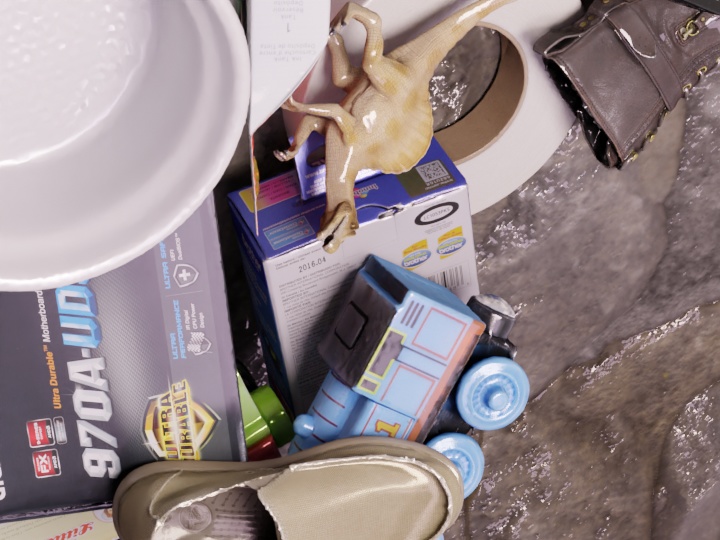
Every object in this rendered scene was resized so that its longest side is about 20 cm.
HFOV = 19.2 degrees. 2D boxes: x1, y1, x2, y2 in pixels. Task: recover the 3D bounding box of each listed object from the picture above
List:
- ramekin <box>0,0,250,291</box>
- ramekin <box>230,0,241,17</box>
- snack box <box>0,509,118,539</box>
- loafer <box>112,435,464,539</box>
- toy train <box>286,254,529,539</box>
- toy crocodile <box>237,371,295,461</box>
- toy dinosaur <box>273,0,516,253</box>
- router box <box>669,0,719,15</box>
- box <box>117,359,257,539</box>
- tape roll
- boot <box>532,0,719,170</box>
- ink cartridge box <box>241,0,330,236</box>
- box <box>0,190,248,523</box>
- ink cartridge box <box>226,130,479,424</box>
[{"bbox_3d":[-0.162,-0.099,1.038,0.199,0.098,0.201,-15,131,-17],"label":"ramekin"},{"bbox_3d":[-0.159,-0.155,1.130,0.199,0.098,0.201,-15,131,-18],"label":"ramekin"},{"bbox_3d":[-0.171,0.118,1.298,0.199,0.037,0.117,-20,132,-16],"label":"snack box"},{"bbox_3d":[-0.037,0.141,1.183,0.198,0.068,0.076,-6,110,-7],"label":"loafer"},{"bbox_3d":[0.015,0.094,1.257,0.114,0.087,0.201,25,100,-25],"label":"toy train"},{"bbox_3d":[-0.063,0.134,1.307,0.067,0.062,0.201,-28,133,-13],"label":"toy crocodile"},{"bbox_3d":[0.010,-0.108,1.233,0.101,0.058,0.201,39,79,-24],"label":"toy dinosaur"},{"bbox_3d":[0.148,-0.247,1.205,0.199,0.062,0.151,17,98,-30],"label":"router box"},{"bbox_3d":[-0.182,0.091,1.341,0.159,0.046,0.200,-48,133,12],"label":"box"},{"bbox_3d":[0.048,-0.117,1.317,0.202,0.037,0.204,-15,132,-18],"label":"tape roll"},{"bbox_3d":[0.207,-0.132,1.341,0.174,0.069,0.200,-51,124,-7],"label":"boot"},{"bbox_3d":[-0.041,-0.145,1.157,0.047,0.161,0.201,-2,128,-3],"label":"ink cartridge box"},{"bbox_3d":[-0.150,0.035,1.187,0.158,0.046,0.201,-7,114,-5],"label":"box"},{"bbox_3d":[0.000,0.000,1.307,0.136,0.076,0.201,-21,134,-12],"label":"ink cartridge box"}]
